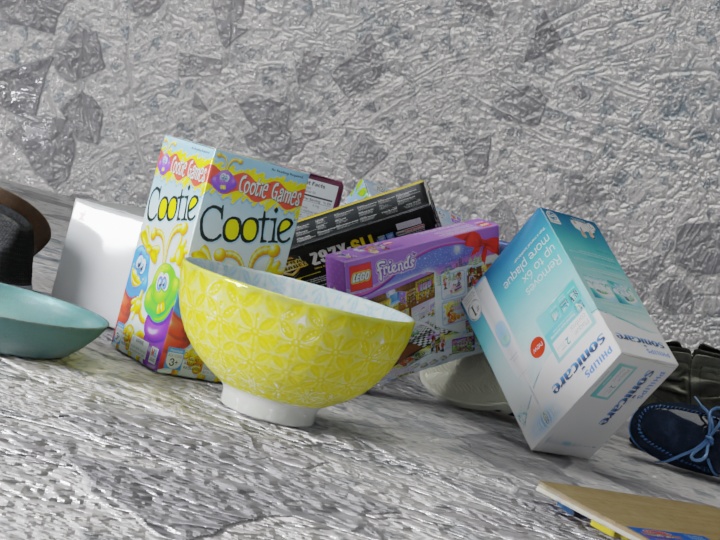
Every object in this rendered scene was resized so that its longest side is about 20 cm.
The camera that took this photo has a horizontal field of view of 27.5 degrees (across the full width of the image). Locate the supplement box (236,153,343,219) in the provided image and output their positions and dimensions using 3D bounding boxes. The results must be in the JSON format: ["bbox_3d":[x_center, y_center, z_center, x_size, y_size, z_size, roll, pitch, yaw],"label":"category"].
[{"bbox_3d":[-0.116,-0.029,1.775,0.103,0.201,0.131,13,3,-33],"label":"supplement box"}]

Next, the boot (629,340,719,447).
[{"bbox_3d":[0.405,0.156,1.637,0.199,0.131,0.068,16,4,8],"label":"boot"}]

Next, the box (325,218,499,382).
[{"bbox_3d":[0.058,0.033,1.520,0.199,0.137,0.039,-13,20,-32],"label":"box"}]

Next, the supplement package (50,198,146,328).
[{"bbox_3d":[-0.220,-0.001,1.544,0.117,0.118,0.200,17,3,15],"label":"supplement package"}]

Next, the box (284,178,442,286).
[{"bbox_3d":[0.000,0.000,1.595,0.199,0.160,0.049,-18,41,6],"label":"box"}]

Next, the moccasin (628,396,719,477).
[{"bbox_3d":[0.385,0.180,1.548,0.199,0.081,0.068,14,-8,-3],"label":"moccasin"}]

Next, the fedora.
[{"bbox_3d":[-0.382,-0.025,1.407,0.200,0.092,0.201,15,4,-1],"label":"fedora"}]

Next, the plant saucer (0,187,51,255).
[{"bbox_3d":[-0.424,-0.047,1.533,0.199,0.032,0.200,6,-25,3],"label":"plant saucer"}]

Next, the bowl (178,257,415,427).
[{"bbox_3d":[-0.063,0.066,1.210,0.199,0.108,0.200,15,4,-1],"label":"bowl"}]

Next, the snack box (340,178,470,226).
[{"bbox_3d":[0.022,0.008,1.688,0.168,0.200,0.068,20,36,-30],"label":"snack box"}]

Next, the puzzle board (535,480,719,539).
[{"bbox_3d":[0.255,0.205,1.141,0.199,0.017,0.151,12,5,-32],"label":"puzzle board"}]

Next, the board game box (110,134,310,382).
[{"bbox_3d":[-0.136,-0.009,1.330,0.105,0.201,0.103,12,4,-34],"label":"board game box"}]

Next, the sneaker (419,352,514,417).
[{"bbox_3d":[0.163,0.132,1.596,0.199,0.075,0.085,10,-21,27],"label":"sneaker"}]

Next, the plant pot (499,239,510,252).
[{"bbox_3d":[0.206,0.053,2.055,0.199,0.180,0.200,15,3,-10],"label":"plant pot"}]

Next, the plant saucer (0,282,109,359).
[{"bbox_3d":[-0.308,0.037,1.213,0.199,0.036,0.200,14,3,-1],"label":"plant saucer"}]

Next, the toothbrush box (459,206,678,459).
[{"bbox_3d":[0.201,0.062,1.452,0.085,0.147,0.200,12,40,-36],"label":"toothbrush box"}]
